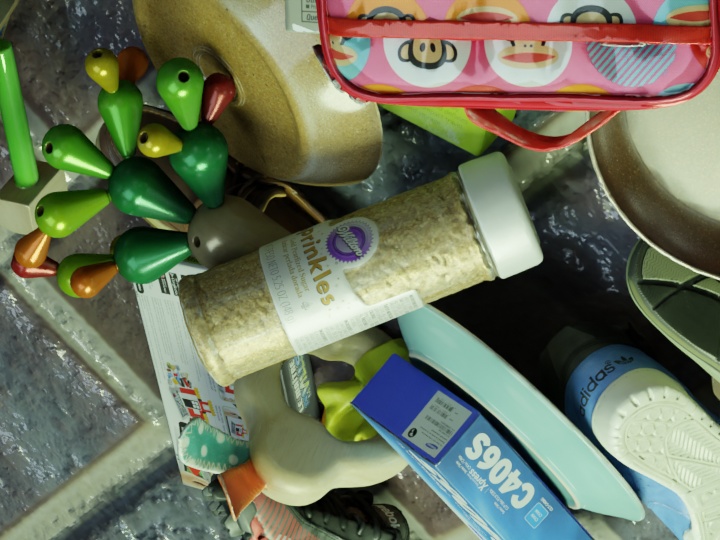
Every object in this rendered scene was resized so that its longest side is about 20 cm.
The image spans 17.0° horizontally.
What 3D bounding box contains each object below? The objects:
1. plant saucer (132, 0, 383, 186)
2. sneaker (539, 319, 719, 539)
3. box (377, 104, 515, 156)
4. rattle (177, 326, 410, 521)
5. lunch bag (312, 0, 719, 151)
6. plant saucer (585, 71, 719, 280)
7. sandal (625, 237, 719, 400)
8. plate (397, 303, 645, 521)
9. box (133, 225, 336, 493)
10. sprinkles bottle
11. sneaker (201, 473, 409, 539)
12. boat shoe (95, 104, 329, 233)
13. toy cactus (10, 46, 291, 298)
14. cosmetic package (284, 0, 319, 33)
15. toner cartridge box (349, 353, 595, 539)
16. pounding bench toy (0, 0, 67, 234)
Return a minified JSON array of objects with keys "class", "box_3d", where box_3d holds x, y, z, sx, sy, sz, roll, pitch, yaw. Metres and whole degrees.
[{"class":"plant saucer","box_3d":[-0.070,-0.121,1.386,0.200,0.035,0.200,40,155,23]},{"class":"sneaker","box_3d":[0.176,0.099,1.416,0.200,0.077,0.111,41,-176,-40]},{"class":"box","box_3d":[0.043,-0.169,1.304,0.122,0.048,0.200,28,137,14]},{"class":"rattle","box_3d":[-0.054,0.117,1.497,0.130,0.200,0.143,47,138,-6]},{"class":"lunch bag","box_3d":[0.077,-0.143,1.126,0.199,0.082,0.177,2,107,17]},{"class":"plant saucer","box_3d":[0.211,-0.084,1.189,0.199,0.032,0.201,2,121,4]},{"class":"sandal","box_3d":[0.226,0.051,1.346,0.201,0.080,0.057,48,165,-4]},{"class":"plate","box_3d":[0.085,0.087,1.421,0.200,0.026,0.200,41,172,7]},{"class":"box","box_3d":[-0.085,0.069,1.602,0.110,0.035,0.200,12,130,28]},{"class":"sprinkles bottle","box_3d":[0.000,0.000,1.352,0.199,0.068,0.068,-22,115,4]},{"class":"sneaker","box_3d":[-0.025,0.173,1.583,0.200,0.098,0.071,49,-177,-41]},{"class":"boat shoe","box_3d":[-0.070,-0.039,1.466,0.200,0.072,0.068,37,158,-4]},{"class":"toy cactus","box_3d":[-0.110,-0.040,1.402,0.165,0.102,0.200,28,122,-8]},{"class":"cosmetic package","box_3d":[0.018,-0.219,1.203,0.103,0.073,0.201,7,106,21]},{"class":"toner cartridge box","box_3d":[0.082,0.137,1.456,0.200,0.043,0.095,48,172,-38]},{"class":"pounding bench toy","box_3d":[-0.260,-0.124,1.499,0.200,0.124,0.156,26,137,-4]}]
